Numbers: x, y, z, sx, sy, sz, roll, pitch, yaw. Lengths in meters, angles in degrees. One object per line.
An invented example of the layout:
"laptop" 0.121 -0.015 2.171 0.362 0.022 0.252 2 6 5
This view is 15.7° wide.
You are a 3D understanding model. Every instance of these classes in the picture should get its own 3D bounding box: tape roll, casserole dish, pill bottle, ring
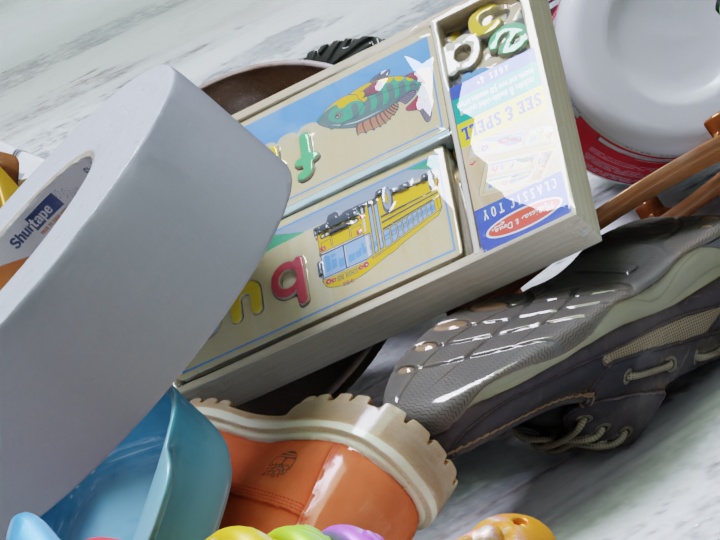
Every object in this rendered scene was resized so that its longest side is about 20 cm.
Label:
"tape roll" -0.117 0.013 1.042 0.200 0.066 0.200 -44 16 16
"casserole dish" -0.104 0.111 1.018 0.200 0.039 0.121 -22 47 61
"pill bottle" 0.146 -0.103 1.314 0.112 0.113 0.200 -22 -5 -3
"ring" 0.114 -0.023 1.177 0.200 0.019 0.200 -31 -8 -5

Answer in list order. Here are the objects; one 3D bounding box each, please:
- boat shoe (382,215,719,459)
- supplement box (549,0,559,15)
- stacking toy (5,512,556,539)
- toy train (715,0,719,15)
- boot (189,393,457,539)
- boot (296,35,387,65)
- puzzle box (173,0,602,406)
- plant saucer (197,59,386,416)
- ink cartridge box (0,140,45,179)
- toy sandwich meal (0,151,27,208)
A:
"boat shoe" 0.093 0.040 1.061 0.200 0.074 0.074 -27 18 -37
"supplement box" 0.200 -0.153 1.565 0.109 0.061 0.200 -32 18 -30
"stacking toy" -0.017 0.125 0.904 0.200 0.110 0.116 -17 29 -26
"toy train" 0.233 -0.071 1.098 0.056 0.042 0.200 -44 62 -6
"boot" -0.057 0.109 1.037 0.200 0.075 0.107 -14 34 56
"boot" 0.036 -0.060 1.323 0.200 0.073 0.182 16 -12 -43
"puzzle box" 0.000 -0.030 1.108 0.200 0.025 0.133 -25 52 20
"plant saucer" -0.052 0.001 1.164 0.200 0.034 0.201 -17 54 25
"ink cartridge box" -0.150 -0.015 1.446 0.068 0.116 0.200 -66 23 -1
"toy sandwich meal" -0.209 0.028 1.304 0.205 0.070 0.206 -40 39 42
